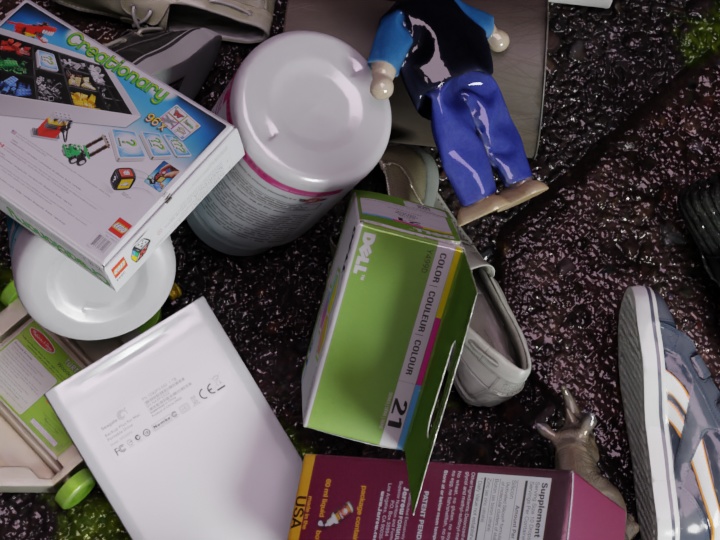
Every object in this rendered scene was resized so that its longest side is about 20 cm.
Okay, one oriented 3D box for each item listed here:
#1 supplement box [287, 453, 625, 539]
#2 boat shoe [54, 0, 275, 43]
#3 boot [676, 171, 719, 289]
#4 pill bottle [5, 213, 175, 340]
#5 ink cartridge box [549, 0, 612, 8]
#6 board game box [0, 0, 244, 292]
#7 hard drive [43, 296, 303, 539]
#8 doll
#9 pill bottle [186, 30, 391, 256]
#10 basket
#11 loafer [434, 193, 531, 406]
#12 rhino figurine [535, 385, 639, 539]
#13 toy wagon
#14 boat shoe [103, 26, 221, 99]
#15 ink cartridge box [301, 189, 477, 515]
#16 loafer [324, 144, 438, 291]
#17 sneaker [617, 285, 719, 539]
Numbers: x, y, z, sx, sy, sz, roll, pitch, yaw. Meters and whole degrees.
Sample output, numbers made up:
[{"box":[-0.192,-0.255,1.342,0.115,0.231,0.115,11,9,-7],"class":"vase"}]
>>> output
[{"box":[0.063,0.181,0.889,0.199,0.110,0.086,-1,67,29],"class":"supplement box"},{"box":[-0.166,-0.226,1.092,0.198,0.072,0.062,1,66,-8],"class":"boat shoe"},{"box":[0.349,-0.016,0.987,0.210,0.079,0.159,-14,96,32],"class":"boot"},{"box":[-0.202,-0.049,0.968,0.110,0.111,0.200,-13,38,-11],"class":"pill bottle"},{"box":[0.132,-0.327,1.120,0.198,0.147,0.146,5,69,-3],"class":"ink cartridge box"},{"box":[-0.191,-0.087,0.871,0.199,0.035,0.126,33,69,23],"class":"board game box"},{"box":[-0.117,0.138,0.950,0.131,0.026,0.201,-32,92,-17],"class":"hard drive"},{"box":[0.057,-0.134,0.920,0.136,0.048,0.201,-21,86,-37],"class":"doll"},{"box":[-0.063,-0.083,0.968,0.113,0.200,0.114,6,72,-20],"class":"pill bottle"},{"box":[0.043,-0.162,1.052,0.198,0.180,0.137,4,99,5],"class":"basket"},{"box":[0.075,0.005,1.022,0.070,0.070,0.201,-17,72,-35],"class":"loafer"},{"box":[0.163,0.178,0.954,0.059,0.087,0.201,-14,67,22],"class":"rhino figurine"},{"box":[-0.214,0.072,0.989,0.155,0.040,0.200,44,70,11],"class":"toy wagon"},{"box":[-0.162,-0.157,1.013,0.063,0.200,0.071,30,110,3],"class":"boat shoe"},{"box":[0.014,0.043,0.859,0.075,0.200,0.149,14,104,-5],"class":"ink cartridge box"},{"box":[0.000,0.000,0.991,0.075,0.069,0.201,10,89,38],"class":"loafer"},{"box":[0.242,0.110,1.003,0.079,0.078,0.202,-4,80,-3],"class":"sneaker"}]
